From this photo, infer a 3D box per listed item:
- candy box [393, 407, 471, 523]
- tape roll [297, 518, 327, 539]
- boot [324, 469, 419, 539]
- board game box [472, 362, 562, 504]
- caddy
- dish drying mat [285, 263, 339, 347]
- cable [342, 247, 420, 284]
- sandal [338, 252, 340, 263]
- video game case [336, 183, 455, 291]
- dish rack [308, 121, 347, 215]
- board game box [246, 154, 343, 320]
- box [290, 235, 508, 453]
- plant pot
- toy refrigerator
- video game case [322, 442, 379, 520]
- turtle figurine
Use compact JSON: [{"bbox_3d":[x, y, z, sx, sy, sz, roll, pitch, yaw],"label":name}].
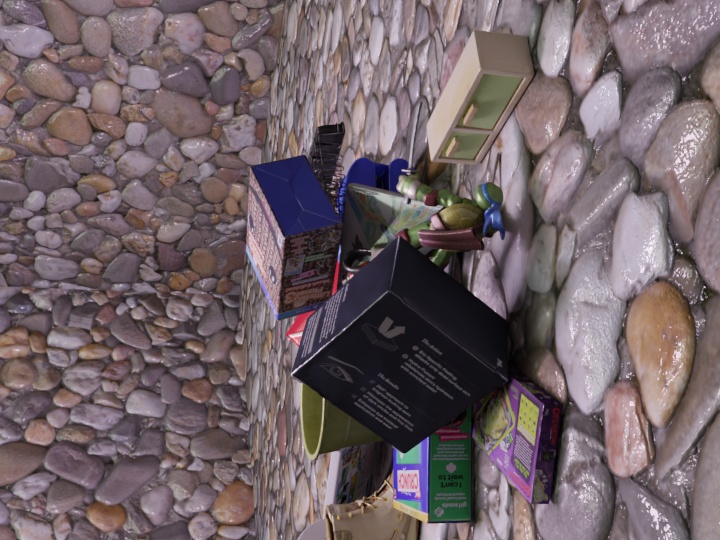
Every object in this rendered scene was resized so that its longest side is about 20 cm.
[{"bbox_3d":[0.104,0.261,1.311,0.169,0.076,0.202,153,117,-73],"label":"candy box"},{"bbox_3d":[-0.025,0.546,1.526,0.203,0.200,0.140,-112,28,-58],"label":"tape roll"},{"bbox_3d":[0.019,0.382,1.464,0.073,0.154,0.202,-150,63,-74],"label":"boot"},{"bbox_3d":[0.188,0.187,1.088,0.200,0.032,0.121,-136,53,-72],"label":"board game box"},{"bbox_3d":[0.033,-0.098,1.513,0.105,0.140,0.202,116,154,-71],"label":"caddy"},{"bbox_3d":[-0.061,0.056,1.628,0.077,0.018,0.201,38,98,38],"label":"dish drying mat"},{"bbox_3d":[0.050,-0.010,1.334,0.050,0.199,0.098,34,-148,-53],"label":"cable"},{"bbox_3d":[0.000,0.000,1.542,0.080,0.087,0.201,-48,64,35],"label":"sandal"},{"bbox_3d":[0.055,-0.027,1.374,0.198,0.022,0.184,16,107,32],"label":"video game case"},{"bbox_3d":[-0.057,-0.130,1.486,0.154,0.054,0.202,109,158,-58],"label":"dish rack"},{"bbox_3d":[-0.110,-0.051,1.411,0.201,0.096,0.160,101,148,-49],"label":"board game box"},{"bbox_3d":[0.052,0.099,1.132,0.200,0.196,0.118,-41,21,32],"label":"box"},{"bbox_3d":[0.009,0.211,1.465,0.200,0.188,0.203,-177,90,-76],"label":"plant pot"},{"bbox_3d":[0.156,-0.223,1.186,0.200,0.075,0.071,118,151,-59],"label":"toy refrigerator"},{"bbox_3d":[-0.015,0.385,1.656,0.182,0.022,0.202,-30,-48,-59],"label":"video game case"},{"bbox_3d":[0.107,-0.075,1.169,0.194,0.143,0.201,-45,59,29],"label":"turtle figurine"}]
